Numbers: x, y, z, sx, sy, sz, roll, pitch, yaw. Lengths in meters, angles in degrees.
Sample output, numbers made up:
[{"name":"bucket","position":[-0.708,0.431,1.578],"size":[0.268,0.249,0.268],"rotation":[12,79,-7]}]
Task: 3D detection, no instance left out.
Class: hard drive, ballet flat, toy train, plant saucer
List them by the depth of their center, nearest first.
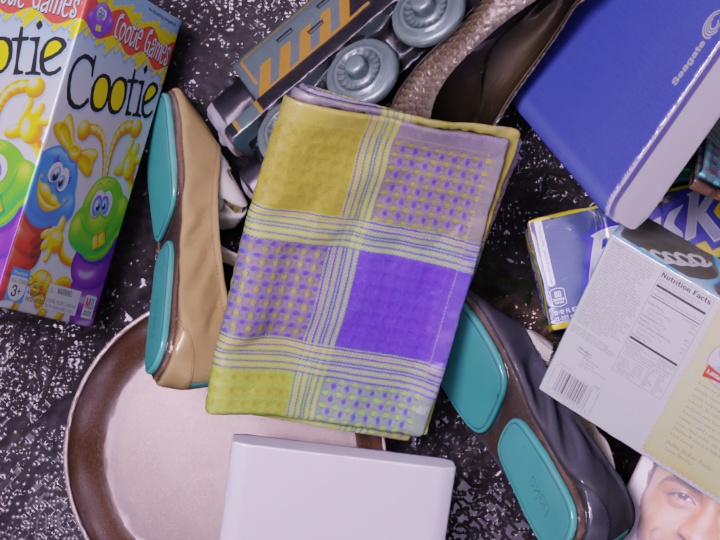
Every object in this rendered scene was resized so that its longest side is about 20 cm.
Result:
[{"name":"hard drive","position":[0.144,-0.124,0.864],"size":[0.025,0.200,0.132],"rotation":[25,109,-26]},{"name":"ballet flat","position":[0.076,-0.117,0.875],"size":[0.200,0.067,0.046],"rotation":[-54,50,23]},{"name":"ballet flat","position":[0.101,0.085,0.916],"size":[0.073,0.073,0.200],"rotation":[-31,54,2]},{"name":"hard drive","position":[-0.023,0.203,0.920],"size":[0.132,0.025,0.200],"rotation":[7,98,-4]},{"name":"toy train","position":[-0.003,-0.125,0.938],"size":[0.200,0.085,0.114],"rotation":[-41,53,6]},{"name":"ballet flat","position":[-0.098,-0.018,0.944],"size":[0.063,0.069,0.200],"rotation":[8,62,-20]},{"name":"plant saucer","position":[-0.083,0.114,0.958],"size":[0.200,0.032,0.201],"rotation":[0,86,4]}]

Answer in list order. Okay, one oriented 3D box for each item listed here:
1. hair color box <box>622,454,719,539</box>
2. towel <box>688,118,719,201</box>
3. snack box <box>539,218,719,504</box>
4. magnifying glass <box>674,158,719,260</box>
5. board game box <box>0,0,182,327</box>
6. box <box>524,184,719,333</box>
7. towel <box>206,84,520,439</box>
[{"name":"hair color box","position":[0.189,0.177,0.902],"size":[0.101,0.061,0.200],"rotation":[24,86,20]},{"name":"towel","position":[0.256,-0.083,0.869],"size":[0.146,0.200,0.022],"rotation":[22,131,-2]},{"name":"snack box","position":[0.205,0.068,0.832],"size":[0.200,0.037,0.116],"rotation":[33,128,17]},{"name":"magnifying glass","position":[0.170,-0.069,0.904],"size":[0.079,0.022,0.200],"rotation":[-22,55,-2]},{"name":"board game box","position":[-0.200,-0.079,0.934],"size":[0.103,0.105,0.200],"rotation":[14,87,24]},{"name":"box","position":[0.202,-0.017,0.924],"size":[0.200,0.064,0.070],"rotation":[-13,85,4]},{"name":"towel","position":[0.000,0.000,0.873],"size":[0.143,0.023,0.200],"rotation":[12,107,-22]}]
